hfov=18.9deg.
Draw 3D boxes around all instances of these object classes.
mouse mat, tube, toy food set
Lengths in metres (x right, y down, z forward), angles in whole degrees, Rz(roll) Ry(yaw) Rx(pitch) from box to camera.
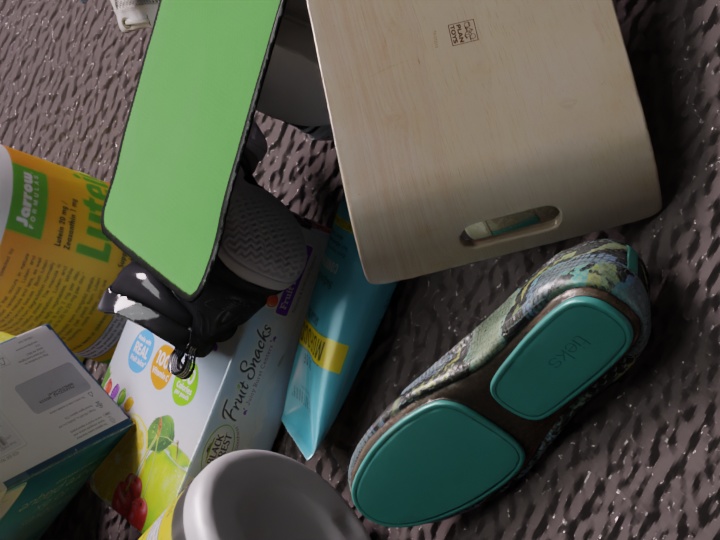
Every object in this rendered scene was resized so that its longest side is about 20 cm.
[{"bbox_3d":[-0.085,-0.096,1.126,0.161,0.008,0.201,33,110,61],"label":"mouse mat"},{"bbox_3d":[0.000,0.000,1.167,0.077,0.050,0.201,-125,55,-76],"label":"tube"},{"bbox_3d":[0.054,-0.100,1.046,0.143,0.060,0.201,-13,64,3],"label":"toy food set"}]

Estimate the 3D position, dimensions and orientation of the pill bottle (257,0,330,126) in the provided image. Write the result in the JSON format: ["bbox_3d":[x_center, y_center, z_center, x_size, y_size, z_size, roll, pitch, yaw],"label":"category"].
[{"bbox_3d":[-0.009,-0.182,1.175,0.112,0.112,0.201,-16,45,53],"label":"pill bottle"}]

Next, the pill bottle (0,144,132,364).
[{"bbox_3d":[-0.216,-0.017,1.360,0.111,0.199,0.111,-33,47,45],"label":"pill bottle"}]

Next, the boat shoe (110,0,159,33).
[{"bbox_3d":[-0.092,-0.172,1.391,0.200,0.071,0.070,13,116,49],"label":"boat shoe"}]

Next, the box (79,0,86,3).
[{"bbox_3d":[-0.131,-0.279,1.355,0.200,0.137,0.040,-34,36,-2],"label":"box"}]

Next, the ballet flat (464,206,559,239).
[{"bbox_3d":[0.078,-0.107,1.102,0.062,0.067,0.201,-10,65,22],"label":"ballet flat"}]

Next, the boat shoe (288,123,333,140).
[{"bbox_3d":[-0.019,-0.177,1.264,0.072,0.071,0.201,-19,56,53],"label":"boat shoe"}]

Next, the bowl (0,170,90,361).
[{"bbox_3d":[-0.269,0.011,1.517,0.200,0.107,0.201,-32,48,45],"label":"bowl"}]

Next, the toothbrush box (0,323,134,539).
[{"bbox_3d":[-0.247,0.140,1.257,0.085,0.146,0.200,49,122,10],"label":"toothbrush box"}]

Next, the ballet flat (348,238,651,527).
[{"bbox_3d":[0.069,0.053,1.021,0.200,0.074,0.074,-40,42,37],"label":"ballet flat"}]

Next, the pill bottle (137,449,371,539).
[{"bbox_3d":[-0.089,0.194,1.127,0.200,0.114,0.115,-47,38,32],"label":"pill bottle"}]

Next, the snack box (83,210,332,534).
[{"bbox_3d":[-0.091,0.052,1.267,0.142,0.053,0.201,26,95,57],"label":"snack box"}]

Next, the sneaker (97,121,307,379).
[{"bbox_3d":[-0.103,-0.028,1.210,0.114,0.075,0.200,-50,37,20],"label":"sneaker"}]
